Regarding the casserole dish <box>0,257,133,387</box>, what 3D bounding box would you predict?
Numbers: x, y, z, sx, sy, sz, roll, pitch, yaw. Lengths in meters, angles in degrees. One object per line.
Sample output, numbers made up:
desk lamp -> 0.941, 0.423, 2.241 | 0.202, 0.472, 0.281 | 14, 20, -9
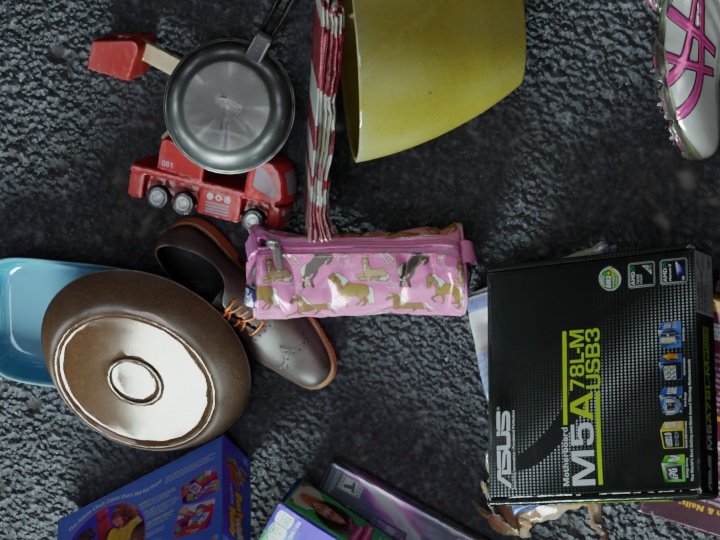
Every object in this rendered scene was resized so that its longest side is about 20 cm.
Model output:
casserole dish -> -0.263, 0.046, 1.744 | 0.198, 0.039, 0.123 | 5, 106, 13

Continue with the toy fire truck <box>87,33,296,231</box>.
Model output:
toy fire truck -> -0.145, -0.122, 1.659 | 0.198, 0.049, 0.143 | 14, 106, 10

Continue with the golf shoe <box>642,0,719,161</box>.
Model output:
golf shoe -> 0.274, -0.188, 1.513 | 0.091, 0.073, 0.202 | -6, 103, 15

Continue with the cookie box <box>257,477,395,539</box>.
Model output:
cookie box -> -0.019, 0.316, 1.712 | 0.199, 0.075, 0.172 | 31, 110, 5

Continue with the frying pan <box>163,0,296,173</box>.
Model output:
frying pan -> -0.084, -0.164, 1.613 | 0.190, 0.031, 0.115 | -39, 92, 5

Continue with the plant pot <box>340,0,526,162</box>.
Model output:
plant pot -> 0.057, -0.193, 1.523 | 0.140, 0.200, 0.202 | -5, 105, -4

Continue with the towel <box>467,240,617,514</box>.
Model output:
towel -> 0.170, 0.090, 1.593 | 0.146, 0.024, 0.202 | -20, 69, 24

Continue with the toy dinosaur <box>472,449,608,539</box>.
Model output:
toy dinosaur -> 0.165, 0.155, 1.635 | 0.134, 0.086, 0.202 | 12, 102, 19

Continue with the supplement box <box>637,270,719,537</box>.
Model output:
supplement box -> 0.310, 0.114, 1.578 | 0.109, 0.086, 0.202 | 15, 108, 11

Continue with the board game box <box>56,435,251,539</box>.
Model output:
board game box -> -0.192, 0.252, 1.728 | 0.199, 0.135, 0.045 | -28, 129, 21

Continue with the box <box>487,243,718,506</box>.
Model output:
box -> 0.194, 0.088, 1.535 | 0.191, 0.047, 0.202 | -5, 79, 32

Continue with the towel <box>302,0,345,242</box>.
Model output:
towel -> -0.031, -0.136, 1.577 | 0.022, 0.144, 0.202 | 2, 106, -5

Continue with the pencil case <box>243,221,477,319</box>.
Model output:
pencil case -> 0.000, 0.000, 1.618 | 0.197, 0.087, 0.084 | 0, 100, 1

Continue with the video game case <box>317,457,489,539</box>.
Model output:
video game case -> 0.035, 0.278, 1.737 | 0.199, 0.019, 0.144 | 28, 110, 8

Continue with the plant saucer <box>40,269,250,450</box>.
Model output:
plant saucer -> -0.197, 0.090, 1.687 | 0.198, 0.035, 0.202 | 8, 126, 11

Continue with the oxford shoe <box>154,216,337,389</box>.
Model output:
oxford shoe -> -0.107, 0.039, 1.680 | 0.200, 0.073, 0.071 | 40, 111, 2
